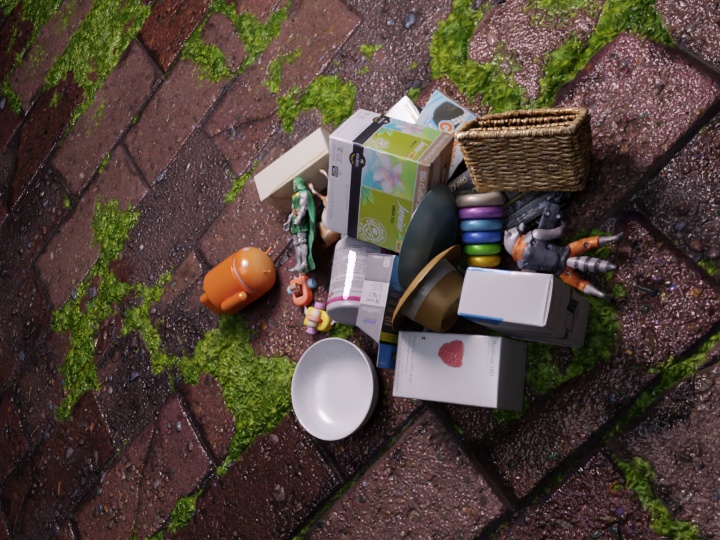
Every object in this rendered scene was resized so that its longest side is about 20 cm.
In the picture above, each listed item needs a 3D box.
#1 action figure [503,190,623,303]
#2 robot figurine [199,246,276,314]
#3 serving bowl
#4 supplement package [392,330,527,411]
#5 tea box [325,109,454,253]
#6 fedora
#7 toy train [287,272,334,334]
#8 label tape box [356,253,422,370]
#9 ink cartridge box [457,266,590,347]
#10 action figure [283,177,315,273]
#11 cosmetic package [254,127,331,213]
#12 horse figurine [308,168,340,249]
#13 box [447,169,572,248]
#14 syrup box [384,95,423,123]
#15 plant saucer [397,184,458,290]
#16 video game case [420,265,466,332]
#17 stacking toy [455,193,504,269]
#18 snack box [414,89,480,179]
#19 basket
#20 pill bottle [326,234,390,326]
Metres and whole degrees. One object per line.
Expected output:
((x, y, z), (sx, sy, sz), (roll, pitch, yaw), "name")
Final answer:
((0.335, -0.049, 1.169), (0.193, 0.105, 0.200), (12, 104, 19), "action figure")
((-0.273, 0.021, 1.581), (0.200, 0.144, 0.117), (-32, 85, 25), "robot figurine")
((-0.041, 0.238, 1.398), (0.200, 0.066, 0.201), (-9, 73, 33), "serving bowl")
((0.175, 0.174, 1.229), (0.200, 0.120, 0.122), (-1, 78, 34), "supplement package")
((0.052, -0.161, 1.289), (0.196, 0.134, 0.200), (18, 130, 18), "tea box")
((0.137, 0.050, 1.205), (0.082, 0.201, 0.201), (40, 103, 17), "fedora")
((-0.080, 0.053, 1.475), (0.200, 0.056, 0.151), (-16, 71, 31), "toy train")
((0.059, 0.081, 1.294), (0.063, 0.144, 0.200), (6, 82, 36), "label tape box")
((0.271, 0.062, 1.140), (0.146, 0.200, 0.086), (6, 81, 35), "ink cartridge box")
((-0.128, -0.098, 1.483), (0.118, 0.055, 0.200), (-12, 78, 63), "action figure")
((-0.125, -0.217, 1.542), (0.200, 0.103, 0.073), (-33, 61, 25), "cosmetic package")
((-0.072, -0.118, 1.480), (0.133, 0.050, 0.200), (48, 136, 38), "horse figurine")
((0.262, -0.136, 1.288), (0.200, 0.049, 0.161), (-36, 63, 24), "box")
((0.057, -0.254, 1.439), (0.200, 0.079, 0.082), (-41, 59, 20), "syrup box")
((0.131, -0.052, 1.239), (0.039, 0.201, 0.201), (24, 93, 25), "plant saucer")
((0.107, 0.046, 1.370), (0.200, 0.017, 0.143), (-53, 56, 13), "video game case")
((0.215, -0.033, 1.229), (0.085, 0.085, 0.200), (-1, 93, 34), "stacking toy")
((0.140, -0.232, 1.350), (0.116, 0.037, 0.200), (34, 112, 2), "snack box")
((0.277, -0.228, 1.163), (0.200, 0.149, 0.143), (2, 57, 29), "basket")
((0.000, 0.000, 1.383), (0.113, 0.113, 0.200), (-9, 62, 33), "pill bottle")
